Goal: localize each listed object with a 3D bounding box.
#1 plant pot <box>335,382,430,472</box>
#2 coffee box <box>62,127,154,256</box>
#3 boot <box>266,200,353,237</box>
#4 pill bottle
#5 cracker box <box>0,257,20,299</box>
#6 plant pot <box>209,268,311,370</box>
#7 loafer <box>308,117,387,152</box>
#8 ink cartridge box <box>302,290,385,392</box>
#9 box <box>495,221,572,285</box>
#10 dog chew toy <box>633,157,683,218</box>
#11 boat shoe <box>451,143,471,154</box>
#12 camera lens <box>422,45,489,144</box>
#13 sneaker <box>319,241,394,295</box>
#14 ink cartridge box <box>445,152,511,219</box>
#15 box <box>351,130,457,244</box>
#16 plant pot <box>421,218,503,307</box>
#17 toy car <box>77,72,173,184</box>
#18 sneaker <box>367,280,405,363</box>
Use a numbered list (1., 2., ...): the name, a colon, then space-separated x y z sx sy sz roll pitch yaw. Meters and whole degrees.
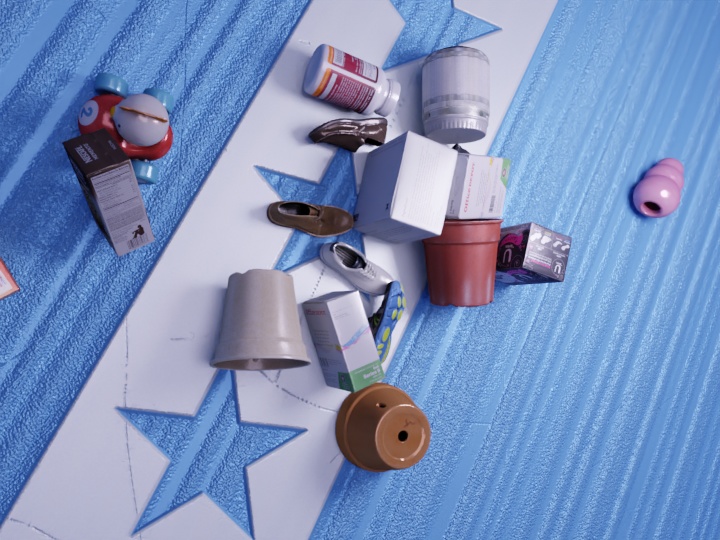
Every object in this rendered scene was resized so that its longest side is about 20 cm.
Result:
1. plant pot: 0.062 0.354 1.420 0.200 0.140 0.200 1 87 -24
2. coffee box: -0.453 -0.140 1.168 0.080 0.200 0.113 -29 55 -24
3. boot: -0.099 -0.116 1.411 0.200 0.075 0.074 6 83 -25
4. pill bottle: -0.017 -0.419 1.446 0.200 0.113 0.113 17 80 -23
5. cracker box: -0.726 0.025 1.122 0.200 0.058 0.134 -31 99 -24
6. plant pot: -0.201 0.100 1.302 0.200 0.200 0.184 5 73 -24
7. loafer: -0.020 -0.304 1.458 0.200 0.073 0.071 -12 91 -25
8. ink cartridge box: -0.039 0.148 1.382 0.087 0.145 0.200 -21 95 -25
9. box: 0.388 -0.035 1.560 0.132 0.200 0.115 17 79 -23
10. dog chew toy: 0.864 -0.245 1.843 0.125 0.125 0.200 44 63 -16
11. boat shoe: 0.195 -0.237 1.557 0.062 0.075 0.200 49 64 -9
12. camera lens: 0.227 -0.417 1.532 0.160 0.160 0.200 2 86 -25
13. sneaker: 0.000 0.000 1.450 0.200 0.071 0.073 28 76 -21
14. ink cartridge box: 0.263 -0.201 1.519 0.200 0.084 0.145 -7 109 -49
15. box: 0.094 -0.177 1.434 0.131 0.199 0.200 17 80 -23
16. plant pot: 0.234 -0.021 1.504 0.201 0.201 0.196 -4 96 -25
17. toy car: -0.430 -0.280 1.199 0.177 0.200 0.185 14 81 -23
18. sneaker: 0.041 0.114 1.453 0.071 0.083 0.200 23 86 -53
